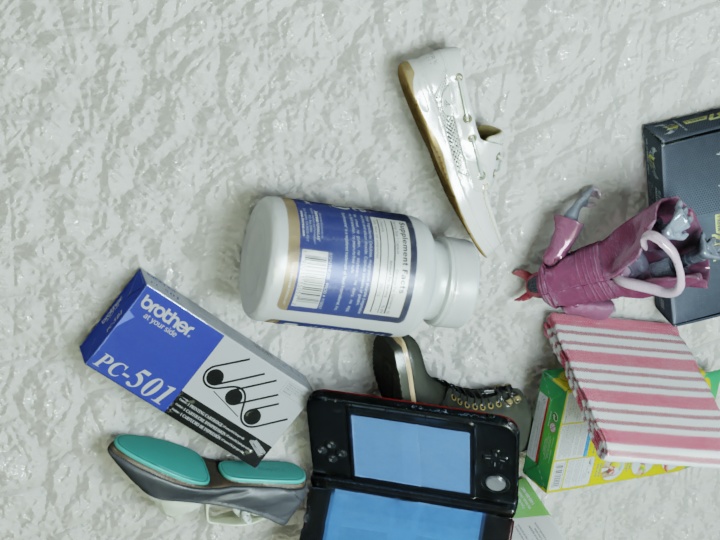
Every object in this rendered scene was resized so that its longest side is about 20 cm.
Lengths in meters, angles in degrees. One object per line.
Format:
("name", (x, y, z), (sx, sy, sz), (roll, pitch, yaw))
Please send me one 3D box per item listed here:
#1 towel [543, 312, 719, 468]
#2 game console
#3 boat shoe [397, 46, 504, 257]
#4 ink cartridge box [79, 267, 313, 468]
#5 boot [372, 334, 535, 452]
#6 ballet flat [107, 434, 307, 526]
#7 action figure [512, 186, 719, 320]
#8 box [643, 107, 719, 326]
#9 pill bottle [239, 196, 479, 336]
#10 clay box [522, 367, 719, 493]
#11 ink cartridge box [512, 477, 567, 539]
("towel", (0.263, 0.114, 1.546), (0.146, 0.200, 0.030), (6, 128, -18))
("game console", (0.039, 0.217, 1.504), (0.199, 0.119, 0.173), (7, 133, 12))
("boat shoe", (0.099, -0.106, 1.471), (0.069, 0.071, 0.201), (-24, 116, -2))
("ink cartridge box", (-0.148, 0.092, 1.503), (0.200, 0.044, 0.094), (36, 98, -26))
("boot", (0.095, 0.117, 1.575), (0.138, 0.078, 0.201), (-23, 131, -10))
("ballet flat", (-0.147, 0.206, 1.541), (0.199, 0.073, 0.073), (12, 109, -23))
("action figure", (0.228, 0.007, 1.515), (0.199, 0.149, 0.134), (-18, 112, 28))
("box", (0.357, -0.058, 1.578), (0.157, 0.051, 0.201), (-13, 116, -9))
("pill bottle", (0.000, 0.000, 1.467), (0.199, 0.111, 0.111), (7, 111, -19))
("clay box", (0.262, 0.148, 1.627), (0.199, 0.048, 0.115), (-5, 115, -31))
("ink cartridge box", (0.110, 0.312, 1.617), (0.199, 0.146, 0.084), (-26, 119, -3))
